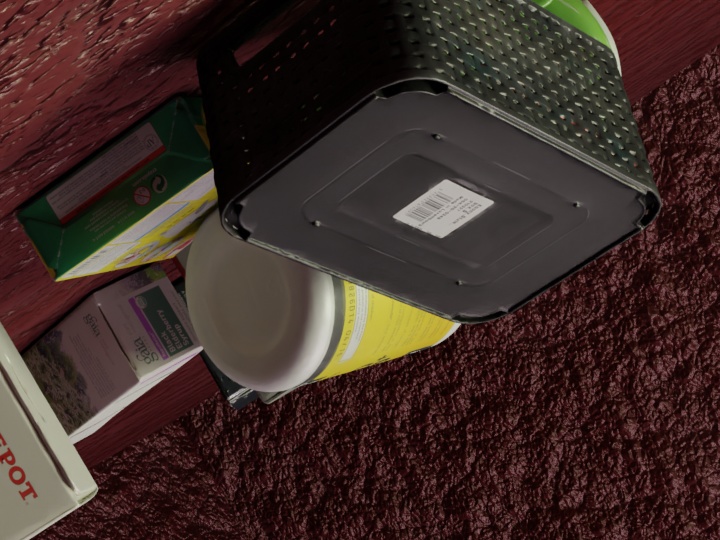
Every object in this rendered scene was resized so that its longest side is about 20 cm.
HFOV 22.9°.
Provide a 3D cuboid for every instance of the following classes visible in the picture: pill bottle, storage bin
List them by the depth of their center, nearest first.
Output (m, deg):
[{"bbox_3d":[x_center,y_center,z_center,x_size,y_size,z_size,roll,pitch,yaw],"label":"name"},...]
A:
[{"bbox_3d":[0.034,-0.063,0.856,0.135,0.094,0.199,-34,143,32],"label":"storage bin"},{"bbox_3d":[0.000,0.000,1.058,0.199,0.113,0.112,-13,163,-48],"label":"pill bottle"}]

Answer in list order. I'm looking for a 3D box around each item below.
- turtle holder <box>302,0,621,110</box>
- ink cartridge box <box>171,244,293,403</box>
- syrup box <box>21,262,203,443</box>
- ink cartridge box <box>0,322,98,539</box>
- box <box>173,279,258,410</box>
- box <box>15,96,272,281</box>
[{"bbox_3d":[0.062,-0.096,1.031,0.185,0.141,0.132,-36,-178,18],"label":"turtle holder"},{"bbox_3d":[-0.042,-0.002,1.351,0.083,0.146,0.200,-36,176,24],"label":"ink cartridge box"},{"bbox_3d":[-0.218,0.079,1.449,0.081,0.079,0.200,-28,174,-46],"label":"syrup box"},{"bbox_3d":[-0.271,0.120,1.013,0.199,0.148,0.083,-31,177,-1],"label":"ink cartridge box"},{"bbox_3d":[-0.069,0.029,1.691,0.196,0.125,0.200,-30,176,-6],"label":"box"},{"bbox_3d":[-0.100,-0.050,1.010,0.117,0.049,0.200,-34,174,14],"label":"box"}]
